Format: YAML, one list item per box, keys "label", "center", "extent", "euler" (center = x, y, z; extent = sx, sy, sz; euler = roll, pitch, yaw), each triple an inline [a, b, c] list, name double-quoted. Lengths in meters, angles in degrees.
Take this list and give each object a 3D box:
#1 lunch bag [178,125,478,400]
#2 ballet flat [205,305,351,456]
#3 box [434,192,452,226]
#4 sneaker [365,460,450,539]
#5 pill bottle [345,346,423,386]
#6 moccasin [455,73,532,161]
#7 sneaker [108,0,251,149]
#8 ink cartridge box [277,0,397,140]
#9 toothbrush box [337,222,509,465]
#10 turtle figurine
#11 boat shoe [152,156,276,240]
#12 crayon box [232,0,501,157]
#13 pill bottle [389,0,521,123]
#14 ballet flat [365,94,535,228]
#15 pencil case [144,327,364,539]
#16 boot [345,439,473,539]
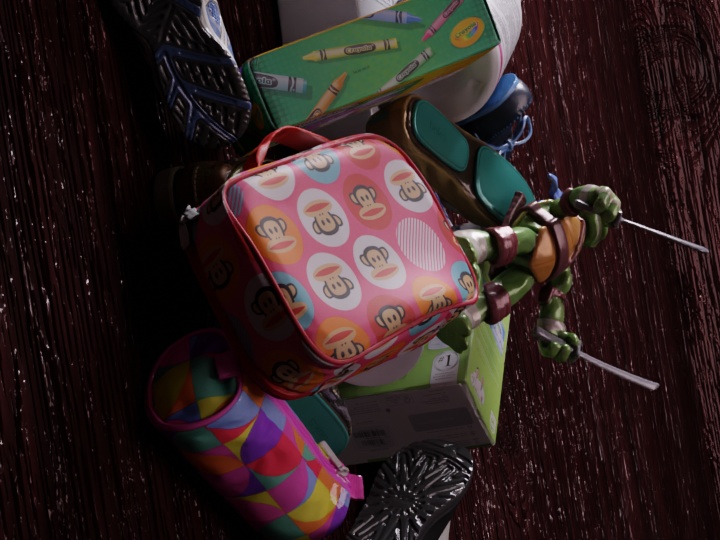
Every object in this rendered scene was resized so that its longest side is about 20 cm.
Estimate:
- label: "lunch bag"
  center: [-0.023, -0.018, 1.051]
  extent: [0.199, 0.082, 0.177]
  euler: [-20, 76, -47]
- label: "ballet flat"
  center: [-0.069, 0.069, 1.159]
  extent: [0.201, 0.071, 0.073]
  euler: [60, 28, -43]
- label: "box"
  center: [0.077, -0.045, 1.533]
  extent: [0.121, 0.032, 0.202]
  euler: [47, 18, -77]
- label: "sneaker"
  center: [0.034, 0.226, 1.330]
  extent: [0.087, 0.075, 0.203]
  euler: [12, 69, -61]
- label: "pill bottle"
  center: [0.000, 0.000, 1.225]
  extent: [0.201, 0.111, 0.113]
  euler: [-96, 164, -56]
- label: "moccasin"
  center: [0.118, -0.127, 1.407]
  extent: [0.068, 0.080, 0.200]
  euler: [48, -15, -5]
- label: "sneaker"
  center: [-0.139, -0.184, 1.095]
  extent: [0.077, 0.075, 0.202]
  euler: [-135, -153, -78]
- label: "ink cartridge box"
  center: [-0.010, -0.201, 1.393]
  extent: [0.146, 0.083, 0.203]
  euler: [16, 66, -68]
- label: "toothbrush box"
  center: [0.048, 0.061, 1.336]
  extent: [0.201, 0.144, 0.087]
  euler: [-79, 151, -45]
- label: "turtle figurine"
  center: [0.163, 0.007, 1.232]
  extent: [0.192, 0.144, 0.201]
  euler: [-18, 70, -32]
- label: "boat shoe"
  center: [-0.081, -0.049, 1.158]
  extent: [0.200, 0.067, 0.073]
  euler: [-13, 91, -70]
- label: "crayon box"
  center: [-0.004, -0.156, 1.181]
  extent: [0.059, 0.198, 0.119]
  euler: [68, -19, -1]
- label: "pill bottle"
  center: [0.085, -0.217, 1.371]
  extent: [0.200, 0.112, 0.114]
  euler: [-61, 136, -60]
- label: "ballet flat"
  center: [0.079, -0.088, 1.319]
  extent: [0.200, 0.063, 0.069]
  euler: [38, 54, -38]
- label: "pencil case"
  center: [-0.074, 0.122, 1.079]
  extent: [0.200, 0.087, 0.089]
  euler: [52, 34, -49]
- label: "boot"
  center: [0.027, 0.252, 1.188]
  extent: [0.165, 0.065, 0.202]
  euler: [-42, 145, -46]
